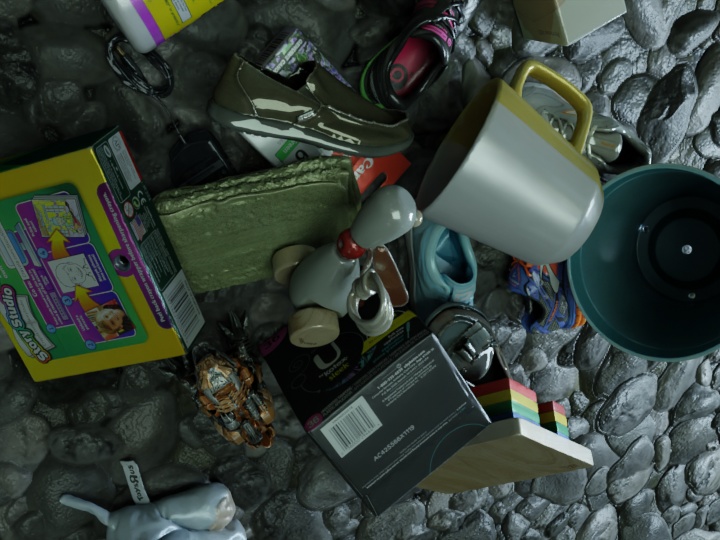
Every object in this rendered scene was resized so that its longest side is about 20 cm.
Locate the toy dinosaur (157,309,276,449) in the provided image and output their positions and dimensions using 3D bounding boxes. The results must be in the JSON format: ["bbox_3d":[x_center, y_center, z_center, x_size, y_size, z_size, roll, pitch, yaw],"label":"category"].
[{"bbox_3d":[-0.129,0.128,0.830,0.101,0.136,0.202,-19,139,-25],"label":"toy dinosaur"}]

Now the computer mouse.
[{"bbox_3d":[-0.173,-0.135,0.797,0.058,0.034,0.202,-26,112,8],"label":"computer mouse"}]

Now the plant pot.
[{"bbox_3d":[0.354,-0.017,0.931,0.187,0.198,0.204,-11,119,-58],"label":"plant pot"}]

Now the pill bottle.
[{"bbox_3d":[-0.137,-0.283,0.713,0.199,0.104,0.105,-36,117,-5],"label":"pill bottle"}]

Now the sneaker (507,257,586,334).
[{"bbox_3d":[0.204,-0.007,0.960,0.077,0.075,0.203,-25,114,-7],"label":"sneaker"}]

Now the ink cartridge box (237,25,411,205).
[{"bbox_3d":[-0.036,-0.130,0.835,0.109,0.050,0.200,-48,117,-1],"label":"ink cartridge box"}]

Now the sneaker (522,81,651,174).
[{"bbox_3d":[0.235,-0.151,0.909,0.197,0.092,0.077,10,105,-23],"label":"sneaker"}]

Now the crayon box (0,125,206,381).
[{"bbox_3d":[-0.256,-0.008,0.747,0.169,0.059,0.203,-10,116,19],"label":"crayon box"}]

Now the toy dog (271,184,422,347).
[{"bbox_3d":[0.000,0.000,0.770,0.095,0.199,0.135,6,79,-36],"label":"toy dog"}]

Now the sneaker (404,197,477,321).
[{"bbox_3d":[0.096,0.021,0.921,0.073,0.082,0.203,-22,116,-11],"label":"sneaker"}]

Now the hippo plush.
[{"bbox_3d":[-0.191,0.310,0.867,0.157,0.161,0.202,-28,116,-9],"label":"hippo plush"}]

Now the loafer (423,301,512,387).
[{"bbox_3d":[0.132,0.099,0.926,0.072,0.063,0.200,-41,142,3],"label":"loafer"}]

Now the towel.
[{"bbox_3d":[-0.093,-0.043,0.806,0.196,0.037,0.149,-15,146,-4],"label":"towel"}]

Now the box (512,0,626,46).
[{"bbox_3d":[0.184,-0.335,0.825,0.077,0.095,0.202,-29,115,-8],"label":"box"}]

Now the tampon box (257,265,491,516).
[{"bbox_3d":[0.006,0.113,0.852,0.149,0.200,0.127,-38,117,-6],"label":"tampon box"}]

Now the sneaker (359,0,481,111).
[{"bbox_3d":[0.077,-0.238,0.822,0.076,0.084,0.202,26,98,-27],"label":"sneaker"}]

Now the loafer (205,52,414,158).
[{"bbox_3d":[-0.038,-0.151,0.757,0.196,0.075,0.071,6,110,-23],"label":"loafer"}]

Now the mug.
[{"bbox_3d":[0.164,-0.098,0.820,0.152,0.150,0.188,30,105,-9],"label":"mug"}]

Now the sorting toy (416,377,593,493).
[{"bbox_3d":[0.128,0.187,0.933,0.196,0.071,0.199,-20,150,30],"label":"sorting toy"}]
